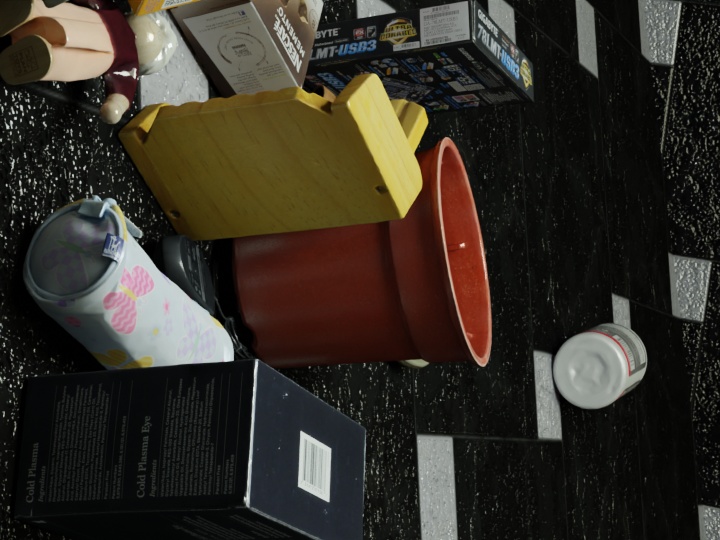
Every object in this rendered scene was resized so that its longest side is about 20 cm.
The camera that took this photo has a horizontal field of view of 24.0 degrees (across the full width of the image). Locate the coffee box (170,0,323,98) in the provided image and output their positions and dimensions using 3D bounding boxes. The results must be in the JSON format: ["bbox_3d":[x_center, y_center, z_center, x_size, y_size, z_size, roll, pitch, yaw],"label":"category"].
[{"bbox_3d":[-0.112,-0.255,1.452,0.200,0.079,0.114,60,32,-45],"label":"coffee box"}]

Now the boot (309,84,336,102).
[{"bbox_3d":[0.016,-0.066,1.693,0.200,0.068,0.190,33,52,-48],"label":"boot"}]

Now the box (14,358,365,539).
[{"bbox_3d":[-0.116,0.143,1.213,0.200,0.181,0.105,41,47,-61],"label":"box"}]

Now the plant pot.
[{"bbox_3d":[0.000,0.000,1.493,0.201,0.194,0.202,-10,90,-77],"label":"plant pot"}]

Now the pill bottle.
[{"bbox_3d":[0.360,0.136,2.497,0.200,0.110,0.112,-11,95,-68],"label":"pill bottle"}]

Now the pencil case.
[{"bbox_3d":[-0.167,0.030,1.243,0.200,0.083,0.091,56,36,-51],"label":"pencil case"}]

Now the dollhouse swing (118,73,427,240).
[{"bbox_3d":[-0.057,-0.128,1.396,0.182,0.199,0.177,62,32,-43],"label":"dollhouse swing"}]

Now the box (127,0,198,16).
[{"bbox_3d":[-0.108,-0.277,1.320,0.199,0.041,0.120,-18,75,-31],"label":"box"}]

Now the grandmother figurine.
[{"bbox_3d":[-0.196,-0.167,1.248,0.200,0.060,0.122,-21,100,-67],"label":"grandmother figurine"}]

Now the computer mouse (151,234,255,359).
[{"bbox_3d":[-0.131,0.029,1.413,0.200,0.034,0.059,58,19,-58],"label":"computer mouse"}]

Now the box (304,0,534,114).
[{"bbox_3d":[0.053,-0.204,1.693,0.200,0.197,0.050,26,62,-64],"label":"box"}]

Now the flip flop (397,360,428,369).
[{"bbox_3d":[0.047,0.016,1.813,0.081,0.057,0.201,-53,133,-59],"label":"flip flop"}]

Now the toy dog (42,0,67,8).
[{"bbox_3d":[-0.203,-0.299,1.141,0.201,0.139,0.194,64,-12,-16],"label":"toy dog"}]
